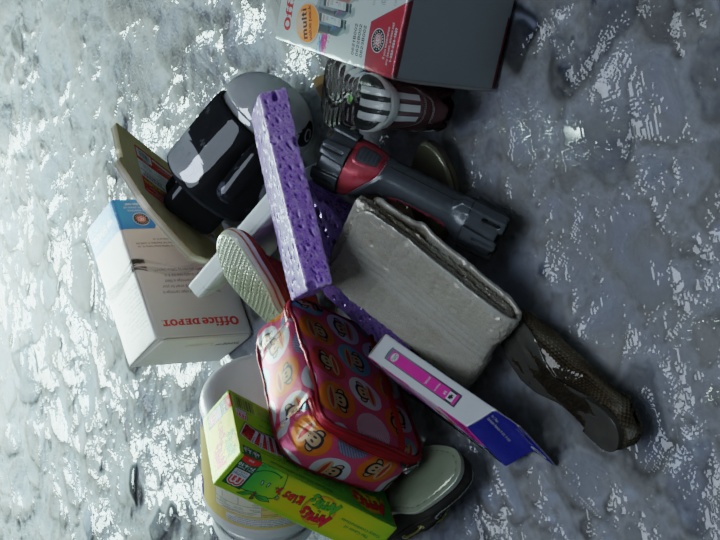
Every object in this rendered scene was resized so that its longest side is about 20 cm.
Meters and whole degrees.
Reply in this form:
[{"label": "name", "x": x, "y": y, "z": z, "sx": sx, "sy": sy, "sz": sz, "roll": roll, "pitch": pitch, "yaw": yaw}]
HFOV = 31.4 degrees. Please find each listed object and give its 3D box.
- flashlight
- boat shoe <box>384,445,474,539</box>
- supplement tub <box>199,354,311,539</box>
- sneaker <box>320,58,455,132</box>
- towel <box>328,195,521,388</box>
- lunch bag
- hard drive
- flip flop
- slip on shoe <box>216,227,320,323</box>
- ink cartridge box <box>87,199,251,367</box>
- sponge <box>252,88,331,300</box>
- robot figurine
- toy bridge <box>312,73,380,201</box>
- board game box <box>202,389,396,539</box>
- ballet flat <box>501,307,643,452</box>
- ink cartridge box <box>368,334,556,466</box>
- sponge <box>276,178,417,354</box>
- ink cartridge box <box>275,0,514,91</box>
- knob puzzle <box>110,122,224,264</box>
[{"label": "flashlight", "x": 0.050, "y": -0.074, "z": 1.276, "sx": 0.200, "sy": 0.068, "sz": 0.068, "roll": 28, "pitch": 109, "yaw": 7}, {"label": "boat shoe", "x": 0.057, "y": 0.242, "z": 1.351, "sx": 0.201, "sy": 0.061, "sz": 0.072, "roll": -36, "pitch": 37, "yaw": 42}, {"label": "supplement tub", "x": -0.108, "y": 0.210, "z": 1.447, "sx": 0.145, "sy": 0.145, "sz": 0.200, "roll": 42, "pitch": 140, "yaw": 40}, {"label": "sneaker", "x": 0.033, "y": -0.174, "z": 1.335, "sx": 0.200, "sy": 0.115, "sz": 0.076, "roll": -136, "pitch": 53, "yaw": -64}, {"label": "towel", "x": 0.057, "y": 0.020, "z": 1.268, "sx": 0.200, "sy": 0.034, "sz": 0.133, "roll": 40, "pitch": 140, "yaw": 11}, {"label": "lunch bag", "x": -0.015, "y": 0.134, "z": 1.341, "sx": 0.082, "sy": 0.176, "sz": 0.200, "roll": -45, "pitch": 38, "yaw": 24}, {"label": "hard drive", "x": -0.104, "y": -0.051, "z": 1.470, "sx": 0.027, "sy": 0.132, "sz": 0.200, "roll": 50, "pitch": 131, "yaw": 6}, {"label": "flip flop", "x": 0.044, "y": -0.045, "z": 1.352, "sx": 0.081, "sy": 0.057, "sz": 0.200, "roll": 52, "pitch": 128, "yaw": 34}, {"label": "slip on shoe", "x": -0.096, "y": 0.014, "z": 1.433, "sx": 0.074, "sy": 0.200, "sz": 0.061, "roll": 13, "pitch": 61, "yaw": 42}, {"label": "ink cartridge box", "x": -0.243, "y": 0.015, "z": 1.620, "sx": 0.084, "sy": 0.146, "sz": 0.200, "roll": -40, "pitch": 62, "yaw": 41}, {"label": "sponge", "x": -0.072, "y": -0.073, "z": 1.292, "sx": 0.112, "sy": 0.030, "sz": 0.200, "roll": 141, "pitch": 116, "yaw": -77}, {"label": "robot figurine", "x": -0.143, "y": -0.137, "z": 1.495, "sx": 0.200, "sy": 0.125, "sz": 0.150, "roll": -47, "pitch": 60, "yaw": 16}, {"label": "toy bridge", "x": -0.010, "y": -0.131, "z": 1.400, "sx": 0.027, "sy": 0.067, "sz": 0.200, "roll": -22, "pitch": 49, "yaw": 4}, {"label": "board game box", "x": -0.062, "y": 0.207, "z": 1.300, "sx": 0.048, "sy": 0.200, "sz": 0.102, "roll": -49, "pitch": 30, "yaw": 18}, {"label": "ballet flat", "x": 0.196, "y": 0.096, "z": 1.200, "sx": 0.200, "sy": 0.046, "sz": 0.068, "roll": 45, "pitch": 145, "yaw": 45}, {"label": "ink cartridge box", "x": 0.099, "y": 0.137, "z": 1.270, "sx": 0.200, "sy": 0.095, "sz": 0.037, "roll": 30, "pitch": 78, "yaw": 43}, {"label": "sponge", "x": 0.000, "y": 0.000, "z": 1.363, "sx": 0.200, "sy": 0.030, "sz": 0.112, "roll": 43, "pitch": 138, "yaw": 17}, {"label": "ink cartridge box", "x": 0.034, "y": -0.276, "z": 1.288, "sx": 0.200, "sy": 0.144, "sz": 0.146, "roll": 27, "pitch": 112, "yaw": 46}, {"label": "knob puzzle", "x": -0.229, "y": -0.070, "z": 1.545, "sx": 0.030, "sy": 0.220, "sz": 0.220, "roll": -40, "pitch": 59, "yaw": 12}]
